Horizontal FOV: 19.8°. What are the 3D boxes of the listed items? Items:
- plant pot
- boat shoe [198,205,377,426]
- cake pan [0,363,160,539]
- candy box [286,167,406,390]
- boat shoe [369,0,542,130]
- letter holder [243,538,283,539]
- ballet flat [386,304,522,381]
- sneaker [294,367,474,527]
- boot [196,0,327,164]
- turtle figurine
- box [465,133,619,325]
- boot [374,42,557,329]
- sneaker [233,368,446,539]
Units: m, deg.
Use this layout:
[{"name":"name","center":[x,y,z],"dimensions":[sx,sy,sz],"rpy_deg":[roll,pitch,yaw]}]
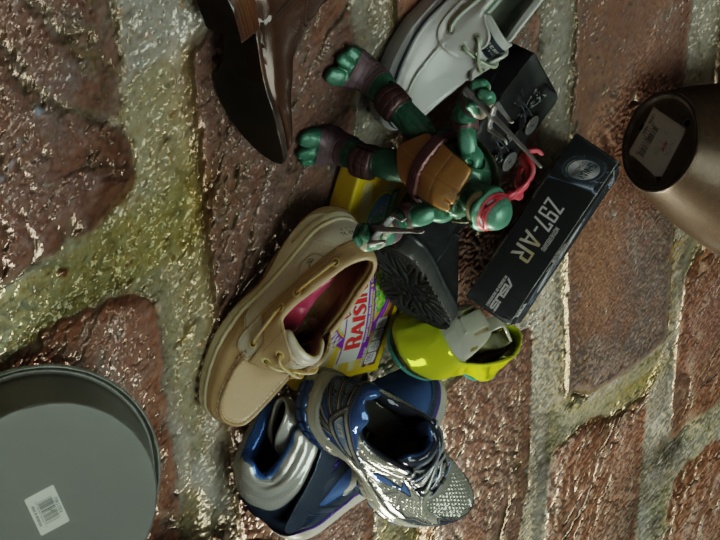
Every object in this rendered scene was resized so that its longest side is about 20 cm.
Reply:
[{"name":"plant pot","center":[0.338,-0.096,1.882],"dimensions":[0.199,0.187,0.188],"rpy_deg":[13,110,-38]},{"name":"boat shoe","center":[-0.055,0.047,1.591],"dimensions":[0.074,0.069,0.200],"rpy_deg":[12,117,-45]},{"name":"cake pan","center":[-0.230,0.165,1.466],"dimensions":[0.199,0.037,0.201],"rpy_deg":[-11,115,-23]},{"name":"candy box","center":[0.000,0.000,1.670],"dimensions":[0.102,0.026,0.201],"rpy_deg":[-10,126,-43]},{"name":"boat shoe","center":[0.085,-0.186,1.574],"dimensions":[0.200,0.067,0.073],"rpy_deg":[-56,145,3]},{"name":"letter holder","center":[-0.131,0.298,1.680],"dimensions":[0.200,0.141,0.101],"rpy_deg":[-29,117,-59]},{"name":"ballet flat","center":[0.087,0.057,1.768],"dimensions":[0.067,0.067,0.200],"rpy_deg":[-29,163,19]},{"name":"sneaker","center":[0.035,0.152,1.666],"dimensions":[0.200,0.085,0.077],"rpy_deg":[40,64,-35]},{"name":"boot","center":[-0.018,-0.194,1.458],"dimensions":[0.200,0.064,0.187],"rpy_deg":[-42,147,-24]},{"name":"turtle figurine","center":[0.046,-0.076,1.505],"dimensions":[0.150,0.200,0.101],"rpy_deg":[-56,146,3]},{"name":"box","center":[0.156,-0.032,1.737],"dimensions":[0.161,0.043,0.200],"rpy_deg":[-56,174,3]},{"name":"boot","center":[0.088,-0.067,1.656],"dimensions":[0.201,0.065,0.165],"rpy_deg":[-60,163,-17]},{"name":"sneaker","center":[-0.019,0.130,1.710],"dimensions":[0.200,0.081,0.147],"rpy_deg":[-41,148,-9]}]
